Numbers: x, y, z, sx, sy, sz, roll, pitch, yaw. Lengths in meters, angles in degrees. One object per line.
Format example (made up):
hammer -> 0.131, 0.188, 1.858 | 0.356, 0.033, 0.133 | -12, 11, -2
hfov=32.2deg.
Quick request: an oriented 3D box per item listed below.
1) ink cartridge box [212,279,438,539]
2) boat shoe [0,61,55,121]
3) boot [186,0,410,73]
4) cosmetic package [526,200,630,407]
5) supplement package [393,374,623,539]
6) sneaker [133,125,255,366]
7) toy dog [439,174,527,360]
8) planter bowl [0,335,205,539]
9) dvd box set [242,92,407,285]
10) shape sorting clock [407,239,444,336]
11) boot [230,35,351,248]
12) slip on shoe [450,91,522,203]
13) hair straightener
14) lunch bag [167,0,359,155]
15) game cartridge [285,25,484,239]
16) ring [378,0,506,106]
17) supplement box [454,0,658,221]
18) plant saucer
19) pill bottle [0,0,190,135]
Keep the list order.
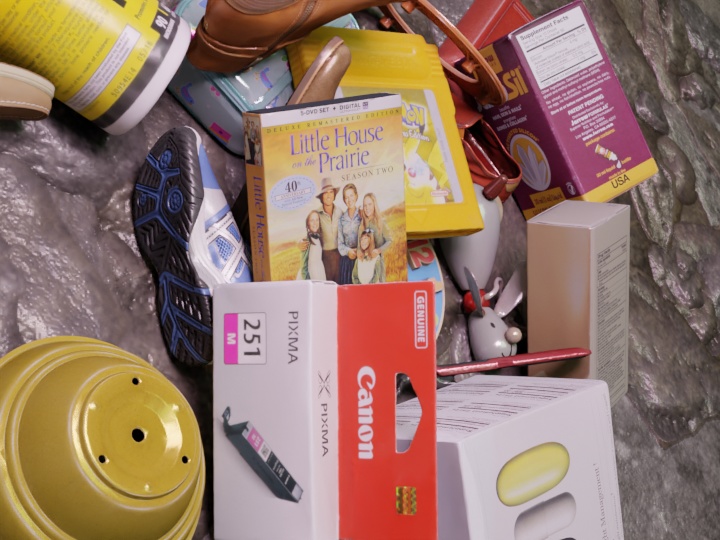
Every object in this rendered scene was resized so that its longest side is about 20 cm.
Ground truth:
ink cartridge box -> -0.029, 0.107, 0.928 | 0.044, 0.173, 0.200 | 5, 83, -58
boat shoe -> -0.317, -0.118, 0.911 | 0.200, 0.074, 0.066 | -1, 81, -41
boot -> -0.041, -0.223, 1.039 | 0.200, 0.155, 0.074 | -4, 68, -32
cosmetic package -> 0.215, 0.039, 1.228 | 0.105, 0.071, 0.200 | -24, 116, -54
supplement package -> 0.099, 0.200, 1.015 | 0.200, 0.147, 0.192 | -13, 97, -45
sneaker -> -0.131, -0.020, 1.026 | 0.077, 0.076, 0.200 | 0, 78, -49
toy dog -> 0.130, -0.014, 1.234 | 0.132, 0.096, 0.200 | -28, 88, -46
planter bowl -> -0.176, 0.127, 0.888 | 0.200, 0.083, 0.201 | 21, 55, -33
dvd box set -> -0.024, -0.039, 1.024 | 0.146, 0.029, 0.200 | -13, 108, -37
shape sorting clock -> 0.000, 0.000, 1.150 | 0.200, 0.039, 0.200 | 21, 54, -33
boot -> -0.043, -0.099, 1.058 | 0.075, 0.200, 0.074 | 26, 13, 4
slip on shoe -> 0.099, -0.155, 1.309 | 0.200, 0.061, 0.074 | 52, 45, -3
hair straightener -> 0.121, 0.118, 1.144 | 0.200, 0.041, 0.077 | -5, 88, -16
lunch bag -> -0.089, -0.210, 1.152 | 0.160, 0.077, 0.200 | 47, 50, -12
game cartridge -> 0.025, -0.125, 1.143 | 0.176, 0.032, 0.200 | -5, 78, -42
ring -> 0.069, -0.233, 1.266 | 0.200, 0.200, 0.019 | 43, 90, -16
supplement box -> 0.206, -0.164, 1.325 | 0.103, 0.131, 0.200 | -28, 95, -21
plant saucer -> 0.190, -0.222, 1.447 | 0.200, 0.037, 0.200 | 47, 44, -13
pill bottle -> -0.245, -0.205, 0.985 | 0.200, 0.114, 0.114 | 33, 49, -25
